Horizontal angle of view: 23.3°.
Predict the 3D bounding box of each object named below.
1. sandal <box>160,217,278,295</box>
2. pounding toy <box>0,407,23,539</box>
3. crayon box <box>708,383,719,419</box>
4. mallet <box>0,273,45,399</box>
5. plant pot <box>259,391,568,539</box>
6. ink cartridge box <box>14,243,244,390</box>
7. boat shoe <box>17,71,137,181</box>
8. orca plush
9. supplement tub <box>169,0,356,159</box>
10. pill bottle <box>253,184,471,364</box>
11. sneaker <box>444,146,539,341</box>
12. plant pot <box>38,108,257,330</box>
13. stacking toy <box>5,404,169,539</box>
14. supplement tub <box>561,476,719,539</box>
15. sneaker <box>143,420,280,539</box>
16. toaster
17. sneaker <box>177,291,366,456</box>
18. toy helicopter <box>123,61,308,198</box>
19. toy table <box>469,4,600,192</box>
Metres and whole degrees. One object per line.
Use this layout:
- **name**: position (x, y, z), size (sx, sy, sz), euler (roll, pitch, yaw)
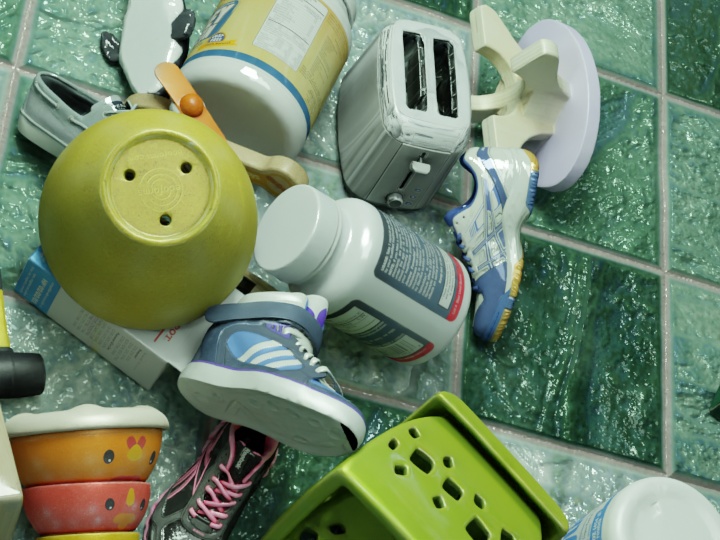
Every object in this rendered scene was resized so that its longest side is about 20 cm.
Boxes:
- **sandal**: position (-0.128, -0.035, 1.664), size (0.212, 0.078, 0.070), euler (39, 84, -24)
- **pounding toy**: position (-0.369, 0.194, 1.395), size (0.142, 0.200, 0.185), euler (-2, 49, -27)
- **crayon box**: position (0.476, 0.110, 1.925), size (0.126, 0.052, 0.200), euler (35, 54, -4)
- **mallet**: position (-0.323, 0.027, 1.590), size (0.066, 0.041, 0.201), euler (6, 56, -22)
- **plant pot**: position (0.055, 0.238, 1.559), size (0.200, 0.199, 0.181), euler (47, 48, 5)
- **ink cartridge box**: position (-0.205, 0.027, 1.625), size (0.200, 0.068, 0.115), euler (37, 53, -2)
- **boat shoe**: position (-0.243, -0.131, 1.644), size (0.200, 0.072, 0.070), euler (28, 24, 27)
- **orca plush**: position (-0.213, -0.250, 1.802), size (0.105, 0.071, 0.201), euler (-30, 60, 10)
- **supplement tub**: position (-0.094, -0.215, 1.771), size (0.144, 0.145, 0.200), euler (30, 53, -8)
- **pill bottle**: position (0.000, 0.000, 1.671), size (0.200, 0.119, 0.120), euler (31, 50, -36)
- **sneaker**: position (0.126, -0.029, 1.796), size (0.088, 0.075, 0.201), euler (9, 89, -4)
- **plant pot**: position (-0.180, -0.058, 1.519), size (0.199, 0.142, 0.201), euler (2, 79, -10)
- **stacking toy**: position (-0.230, 0.218, 1.489), size (0.145, 0.146, 0.201), euler (-1, 81, -27)
- **supplement tub**: position (0.241, 0.284, 1.616), size (0.131, 0.200, 0.132), euler (12, 57, -20)
- **sneaker**: position (-0.125, 0.191, 1.556), size (0.079, 0.095, 0.200), euler (34, 55, -7)
- **toaster**: position (0.047, -0.171, 1.826), size (0.113, 0.129, 0.201), euler (12, 58, -21)
- **sneaker**: position (-0.052, 0.074, 1.533), size (0.199, 0.081, 0.147), euler (12, 50, 34)
- **toy helicopter**: position (-0.142, -0.121, 1.673), size (0.199, 0.133, 0.079), euler (20, 52, 13)
- **toy table**: position (0.172, -0.191, 1.885), size (0.117, 0.184, 0.201), euler (15, 49, -38)
